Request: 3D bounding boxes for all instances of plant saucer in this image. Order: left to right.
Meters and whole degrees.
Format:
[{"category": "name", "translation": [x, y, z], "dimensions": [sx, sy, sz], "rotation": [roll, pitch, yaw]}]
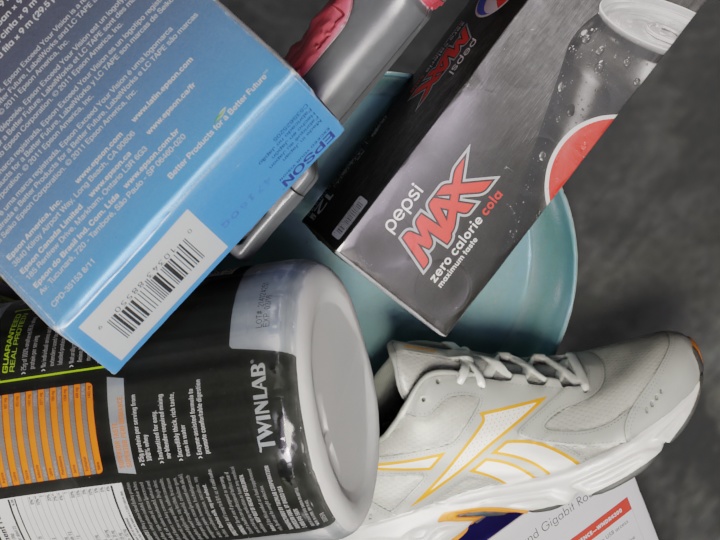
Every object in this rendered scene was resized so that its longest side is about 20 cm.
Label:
[{"category": "plant saucer", "translation": [0.000, 0.000, 1.358], "dimensions": [0.199, 0.027, 0.201], "rotation": [-3, 113, -7]}]

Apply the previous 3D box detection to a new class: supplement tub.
[{"category": "supplement tub", "translation": [-0.100, 0.067, 1.287], "dimensions": [0.199, 0.123, 0.123], "rotation": [-8, 116, 16]}]

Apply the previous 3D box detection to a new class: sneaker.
[{"category": "sneaker", "translation": [0.057, 0.063, 1.342], "dimensions": [0.199, 0.076, 0.092], "rotation": [-24, 110, 1]}]

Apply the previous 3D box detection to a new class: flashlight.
[{"category": "flashlight", "translation": [-0.013, -0.105, 1.276], "dimensions": [0.068, 0.068, 0.200], "rotation": [39, 96, -23]}]

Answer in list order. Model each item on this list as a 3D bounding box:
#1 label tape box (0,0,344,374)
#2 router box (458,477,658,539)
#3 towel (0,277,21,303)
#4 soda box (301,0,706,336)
[{"category": "label tape box", "translation": [-0.125, -0.077, 1.248], "dimensions": [0.143, 0.200, 0.066], "rotation": [-47, 150, 0]}, {"category": "router box", "translation": [0.066, 0.200, 1.400], "dimensions": [0.199, 0.049, 0.180], "rotation": [-33, 116, -22]}, {"category": "towel", "translation": [-0.177, 0.097, 1.382], "dimensions": [0.143, 0.023, 0.201], "rotation": [21, 106, -16]}, {"category": "soda box", "translation": [0.065, -0.074, 1.291], "dimensions": [0.071, 0.063, 0.200], "rotation": [37, 92, -20]}]
